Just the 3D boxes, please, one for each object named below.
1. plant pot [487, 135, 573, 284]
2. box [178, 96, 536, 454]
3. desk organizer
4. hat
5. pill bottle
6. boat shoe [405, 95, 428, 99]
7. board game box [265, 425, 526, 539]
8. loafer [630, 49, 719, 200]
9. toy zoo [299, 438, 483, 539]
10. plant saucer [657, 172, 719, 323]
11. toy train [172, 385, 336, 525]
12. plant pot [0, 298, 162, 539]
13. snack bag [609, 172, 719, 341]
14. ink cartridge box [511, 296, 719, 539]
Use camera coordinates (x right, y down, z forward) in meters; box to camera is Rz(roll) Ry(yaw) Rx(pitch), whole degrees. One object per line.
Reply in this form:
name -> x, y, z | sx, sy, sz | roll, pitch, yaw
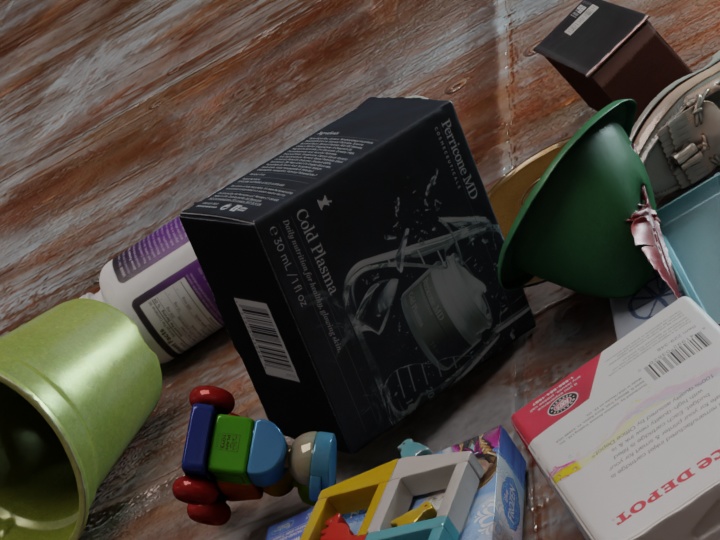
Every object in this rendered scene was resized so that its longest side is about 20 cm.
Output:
plant pot -> 0.167, -0.060, 1.633 | 0.199, 0.028, 0.200 | -27, 25, 14
box -> 0.000, 0.000, 1.479 | 0.196, 0.201, 0.124 | -34, 22, -27
desk organizer -> 0.221, -0.178, 1.672 | 0.072, 0.077, 0.200 | -44, 14, 4
hat -> 0.212, -0.006, 1.415 | 0.176, 0.166, 0.200 | 35, 49, 18
pill bottle -> -0.176, 0.017, 1.825 | 0.199, 0.112, 0.112 | -32, 24, 4
boat shoe -> 0.013, -0.072, 1.810 | 0.201, 0.073, 0.060 | -61, -10, -17
board game box -> 0.015, 0.212, 1.299 | 0.199, 0.043, 0.200 | -26, 26, 20
loafer -> 0.287, -0.126, 1.555 | 0.200, 0.072, 0.063 | -43, 32, -24
toy zoo -> 0.007, 0.186, 1.276 | 0.131, 0.021, 0.201 | -19, 28, 33
plant saucer -> 0.258, -0.008, 1.380 | 0.070, 0.019, 0.200 | -31, 26, 10
toy train -> -0.069, 0.157, 1.467 | 0.115, 0.200, 0.085 | 8, 71, 7
plant pot -> -0.275, 0.122, 1.692 | 0.199, 0.201, 0.184 | -16, 18, 35
snack bag -> 0.271, -0.017, 1.425 | 0.199, 0.021, 0.189 | -28, 25, 16
ink cartridge box -> 0.195, 0.119, 1.189 | 0.147, 0.086, 0.200 | -33, 25, 2
